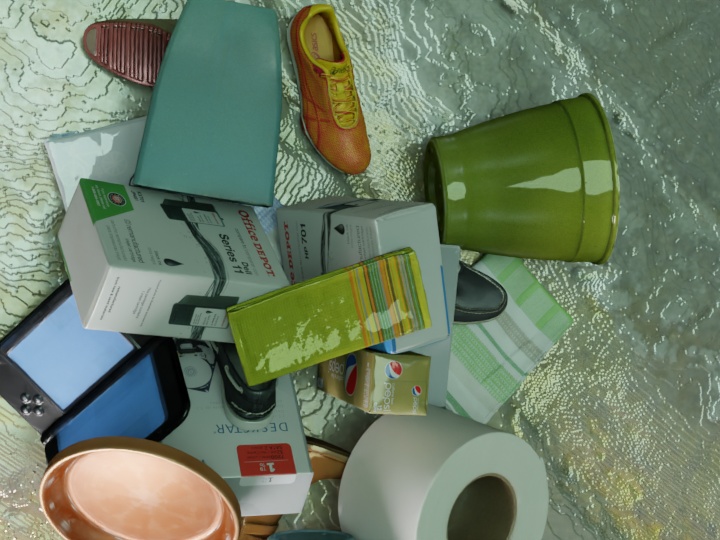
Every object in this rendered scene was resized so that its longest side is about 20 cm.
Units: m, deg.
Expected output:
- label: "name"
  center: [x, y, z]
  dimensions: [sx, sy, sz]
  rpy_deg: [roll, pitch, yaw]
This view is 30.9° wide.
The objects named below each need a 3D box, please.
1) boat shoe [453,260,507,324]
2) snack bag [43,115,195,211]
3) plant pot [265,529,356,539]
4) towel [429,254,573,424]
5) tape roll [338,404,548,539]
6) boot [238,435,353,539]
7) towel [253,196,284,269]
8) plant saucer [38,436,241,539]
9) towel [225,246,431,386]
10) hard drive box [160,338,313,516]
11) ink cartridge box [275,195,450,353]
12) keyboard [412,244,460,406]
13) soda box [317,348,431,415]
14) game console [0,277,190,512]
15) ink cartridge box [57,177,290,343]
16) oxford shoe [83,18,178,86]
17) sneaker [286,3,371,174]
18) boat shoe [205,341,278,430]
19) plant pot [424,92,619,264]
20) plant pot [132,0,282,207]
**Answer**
- label: "boat shoe"
  center: [0.084, 0.011, 1.520]
  dimensions: [0.199, 0.063, 0.073]
  rpy_deg: [19, 73, -9]
- label: "snack bag"
  center: [-0.230, -0.076, 1.431]
  dimensions: [0.188, 0.021, 0.201]
  rpy_deg: [-16, 91, -19]
- label: "plant pot"
  center: [-0.054, 0.356, 1.413]
  dimensions: [0.199, 0.200, 0.135]
  rpy_deg: [1, 88, -18]
- label: "towel"
  center: [0.152, 0.082, 1.572]
  dimensions: [0.200, 0.031, 0.149]
  rpy_deg: [-46, 103, -13]
- label: "tape roll"
  center: [0.093, 0.262, 1.462]
  dimensions: [0.202, 0.139, 0.204]
  rpy_deg: [-8, 104, -38]
- label: "boot"
  center: [-0.099, 0.263, 1.465]
  dimensions: [0.199, 0.077, 0.156]
  rpy_deg: [9, 89, -22]
- label: "towel"
  center: [-0.157, -0.045, 1.476]
  dimensions: [0.147, 0.024, 0.200]
  rpy_deg: [-46, 102, -14]
- label: "plant saucer"
  center: [-0.214, 0.229, 1.280]
  dimensions: [0.200, 0.200, 0.032]
  rpy_deg: [27, 41, -16]
- label: "towel"
  center: [-0.029, 0.046, 1.297]
  dimensions: [0.199, 0.018, 0.086]
  rpy_deg: [-18, 103, -11]
- label: "hard drive box"
  center: [-0.147, 0.160, 1.390]
  dimensions: [0.155, 0.077, 0.200]
  rpy_deg: [-1, 47, -18]
- label: "ink cartridge box"
  center: [0.000, 0.000, 1.417]
  dimensions: [0.086, 0.200, 0.147]
  rpy_deg: [-15, 103, -34]
- label: "keyboard"
  center: [0.079, 0.064, 1.507]
  dimensions: [0.056, 0.011, 0.201]
  rpy_deg: [4, 110, -1]
- label: "soda box"
  center: [0.012, 0.114, 1.436]
  dimensions: [0.067, 0.200, 0.064]
  rpy_deg: [4, 92, -18]
- label: "game console"
  center: [-0.289, 0.119, 1.340]
  dimensions: [0.200, 0.116, 0.176]
  rpy_deg: [-39, 102, 16]
- label: "ink cartridge box"
  center: [-0.187, -0.007, 1.313]
  dimensions: [0.199, 0.147, 0.083]
  rpy_deg: [8, 125, -33]
- label: "oxford shoe"
  center: [-0.206, -0.248, 1.450]
  dimensions: [0.199, 0.075, 0.071]
  rpy_deg: [10, 124, -6]
- label: "sneaker"
  center: [-0.035, -0.205, 1.490]
  dimensions: [0.073, 0.077, 0.201]
  rpy_deg: [-22, 98, -19]
- label: "boat shoe"
  center: [-0.126, 0.073, 1.383]
  dimensions: [0.075, 0.060, 0.200]
  rpy_deg: [-6, 48, -23]
- label: "plant pot"
  center: [0.177, -0.098, 1.512]
  dimensions: [0.192, 0.200, 0.201]
  rpy_deg: [-5, 91, -6]
- label: "plant pot"
  center: [-0.150, -0.175, 1.356]
  dimensions: [0.141, 0.141, 0.201]
  rpy_deg: [8, 91, -7]
